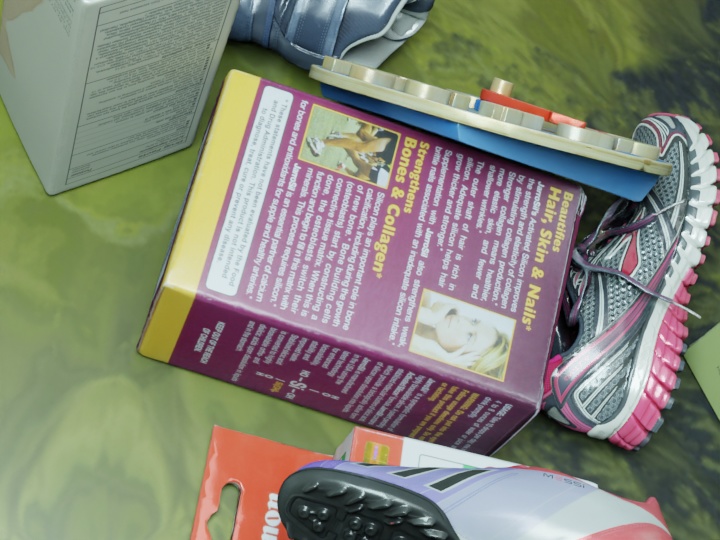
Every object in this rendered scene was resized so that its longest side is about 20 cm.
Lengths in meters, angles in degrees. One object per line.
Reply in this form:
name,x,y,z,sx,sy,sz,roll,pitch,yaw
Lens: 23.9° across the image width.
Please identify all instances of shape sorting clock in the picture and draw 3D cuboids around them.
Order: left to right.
shape sorting clock,0.069,-0.083,0.903,0.199,0.200,0.039,18,95,-8

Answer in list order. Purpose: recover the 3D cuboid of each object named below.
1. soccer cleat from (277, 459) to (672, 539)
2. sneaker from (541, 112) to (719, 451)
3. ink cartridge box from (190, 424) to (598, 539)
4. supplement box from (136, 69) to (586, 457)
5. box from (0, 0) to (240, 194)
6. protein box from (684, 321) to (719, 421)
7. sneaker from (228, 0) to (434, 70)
soccer cleat,0.058,0.123,0.823,0.199,0.068,0.073,15,40,-5
sneaker,0.148,-0.004,0.945,0.074,0.081,0.201,19,64,-5
ink cartridge box,0.016,0.142,0.858,0.199,0.050,0.110,15,64,-10
supplement box,0.000,0.000,0.886,0.199,0.103,0.132,19,64,-7
box,-0.123,-0.124,0.850,0.095,0.200,0.078,-22,75,-24
protein box,0.308,0.071,0.889,0.134,0.200,0.199,-21,74,-23
sneaker,-0.014,-0.207,0.980,0.145,0.077,0.203,19,72,5
